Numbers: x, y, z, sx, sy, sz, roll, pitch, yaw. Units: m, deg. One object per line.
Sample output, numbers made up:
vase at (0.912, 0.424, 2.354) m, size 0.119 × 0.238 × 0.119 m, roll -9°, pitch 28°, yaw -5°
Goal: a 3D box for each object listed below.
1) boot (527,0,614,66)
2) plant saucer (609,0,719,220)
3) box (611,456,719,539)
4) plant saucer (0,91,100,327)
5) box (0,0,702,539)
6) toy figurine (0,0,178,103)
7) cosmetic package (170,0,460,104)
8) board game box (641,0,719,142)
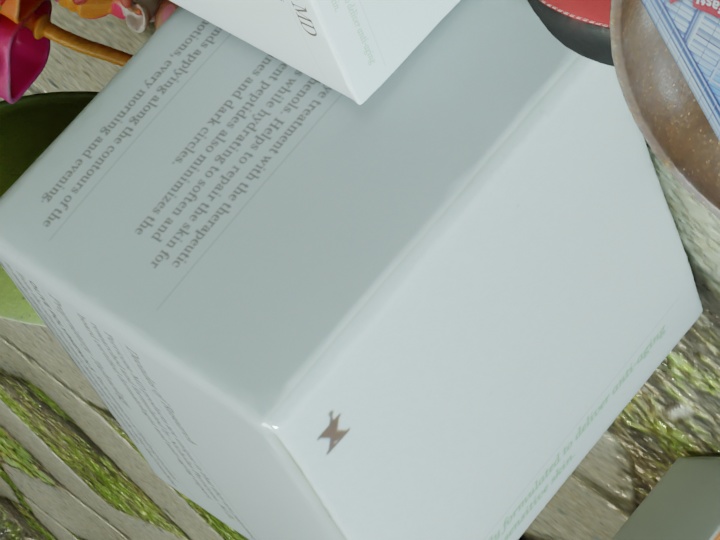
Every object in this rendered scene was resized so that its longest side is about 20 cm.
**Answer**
boot at (0.107, -0.103, 0.743) m, size 0.200 × 0.072 × 0.144 m, roll 13°, pitch 161°, yaw 47°
plant saucer at (0.165, -0.060, 0.635) m, size 0.200 × 0.035 × 0.200 m, roll 12°, pitch 145°, yaw 9°
box at (0.149, 0.199, 1.145) m, size 0.124 × 0.200 × 0.097 m, roll 45°, pitch 163°, yaw -12°
plant saucer at (-0.128, -0.037, 1.182) m, size 0.200 × 0.200 × 0.031 m, roll 31°, pitch 129°, yaw 33°
box at (0.000, 0.000, 0.990) m, size 0.171 × 0.199 × 0.200 m, roll 30°, pitch 161°, yaw 34°
toy figurine at (-0.105, -0.116, 1.134) m, size 0.184 × 0.150 × 0.200 m, roll 26°, pitch 136°, yaw 7°
cosmetic package at (-0.056, -0.157, 0.927) m, size 0.200 × 0.085 × 0.108 m, roll 32°, pitch 159°, yaw 36°
board game box at (0.094, -0.124, 0.531) m, size 0.200 × 0.062 × 0.200 m, roll 35°, pitch 126°, yaw 23°
